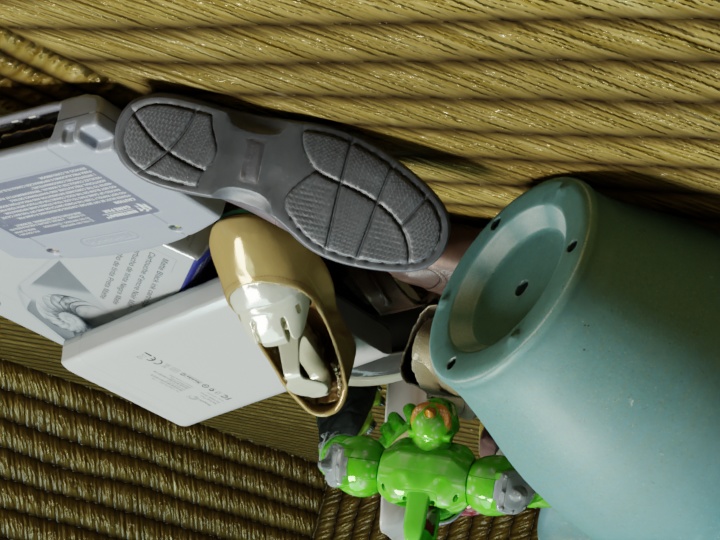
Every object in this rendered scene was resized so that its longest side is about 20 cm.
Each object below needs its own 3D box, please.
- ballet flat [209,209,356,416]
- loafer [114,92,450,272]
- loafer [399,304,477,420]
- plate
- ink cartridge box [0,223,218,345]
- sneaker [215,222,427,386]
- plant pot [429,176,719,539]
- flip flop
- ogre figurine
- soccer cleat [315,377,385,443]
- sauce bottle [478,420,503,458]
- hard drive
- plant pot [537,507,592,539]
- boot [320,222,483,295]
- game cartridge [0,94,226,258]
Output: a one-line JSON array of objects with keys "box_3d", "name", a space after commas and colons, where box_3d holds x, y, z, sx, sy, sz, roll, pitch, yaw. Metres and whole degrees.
[{"box_3d": [-0.044, 0.033, 1.306, 0.069, 0.063, 0.200, -9, 148, 16], "name": "ballet flat"}, {"box_3d": [-0.040, -0.057, 1.162, 0.200, 0.072, 0.063, 20, -169, 3], "name": "loafer"}, {"box_3d": [0.065, 0.056, 1.393, 0.067, 0.076, 0.200, 23, 171, 1], "name": "loafer"}, {"box_3d": [0.044, 0.122, 1.664, 0.032, 0.200, 0.200, 4, 169, 5], "name": "plate"}, {"box_3d": [-0.172, 0.007, 1.443, 0.200, 0.041, 0.200, 24, 147, -4], "name": "ink cartridge box"}, {"box_3d": [-0.032, 0.022, 1.496, 0.200, 0.075, 0.106, 7, 140, 2], "name": "sneaker"}, {"box_3d": [0.148, 0.051, 1.133, 0.188, 0.200, 0.200, 34, 164, -21], "name": "plant pot"}, {"box_3d": [0.000, 0.000, 1.417, 0.200, 0.058, 0.081, 15, 171, -15], "name": "flip flop"}, {"box_3d": [0.057, 0.138, 1.359, 0.200, 0.098, 0.120, 26, -175, 16], "name": "ogre figurine"}, {"box_3d": [-0.024, 0.071, 1.572, 0.081, 0.200, 0.068, 25, 125, -14], "name": "soccer cleat"}, {"box_3d": [0.121, 0.132, 1.514, 0.066, 0.066, 0.200, 14, -176, 1], "name": "sauce bottle"}, {"box_3d": [-0.096, 0.054, 1.436, 0.200, 0.027, 0.132, -21, 143, 35], "name": "hard drive"}, {"box_3d": [0.247, 0.158, 1.621, 0.196, 0.196, 0.200, 10, 164, 25], "name": "plant pot"}, {"box_3d": [0.022, -0.021, 1.278, 0.200, 0.064, 0.186, 20, 169, -7], "name": "boot"}, {"box_3d": [-0.185, -0.053, 1.275, 0.200, 0.041, 0.133, -8, 146, 40], "name": "game cartridge"}]
